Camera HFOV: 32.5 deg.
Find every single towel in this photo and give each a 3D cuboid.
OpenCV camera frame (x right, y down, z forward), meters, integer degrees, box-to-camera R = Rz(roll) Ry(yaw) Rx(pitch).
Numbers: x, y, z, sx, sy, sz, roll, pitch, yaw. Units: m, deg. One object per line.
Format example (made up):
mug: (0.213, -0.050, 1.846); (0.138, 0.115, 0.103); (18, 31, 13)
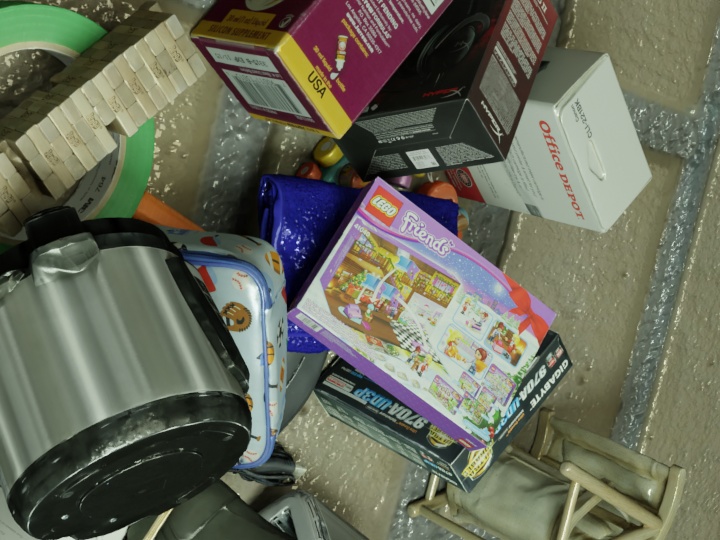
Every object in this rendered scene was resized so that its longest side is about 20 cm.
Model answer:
towel: (0.000, 0.000, 1.070); (0.198, 0.049, 0.150); (5, 89, -31)

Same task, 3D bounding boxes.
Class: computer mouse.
computer mouse: (-0.074, 0.100, 1.117); (0.138, 0.052, 0.203); (21, 88, -41)

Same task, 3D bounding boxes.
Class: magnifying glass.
magnifying glass: (-0.110, -0.003, 1.047); (0.199, 0.022, 0.080); (36, 73, -27)

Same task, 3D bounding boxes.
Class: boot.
boot: (-0.132, 0.264, 0.941); (0.202, 0.137, 0.077); (-63, 163, 2)

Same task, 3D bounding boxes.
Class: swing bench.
swing bench: (0.193, 0.229, 1.283); (0.198, 0.198, 0.132); (11, 96, -40)

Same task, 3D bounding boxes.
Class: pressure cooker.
pressure cooker: (-0.182, 0.059, 0.840); (0.176, 0.202, 0.178); (-40, 154, 26)

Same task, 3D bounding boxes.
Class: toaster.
toaster: (-0.043, 0.296, 1.112); (0.113, 0.201, 0.129); (-35, 124, 10)

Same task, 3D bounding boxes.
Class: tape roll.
tape roll: (-0.250, -0.096, 0.915); (0.198, 0.048, 0.204); (-13, 110, -38)

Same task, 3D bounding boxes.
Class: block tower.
block tower: (-0.199, -0.113, 0.886); (0.200, 0.057, 0.054); (-46, 128, -22)

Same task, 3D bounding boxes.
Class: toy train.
toy train: (0.032, -0.064, 1.151); (0.198, 0.055, 0.153); (-15, 106, -36)

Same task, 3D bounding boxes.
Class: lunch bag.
lunch bag: (-0.139, 0.067, 0.986); (0.076, 0.158, 0.203); (-72, 165, -65)

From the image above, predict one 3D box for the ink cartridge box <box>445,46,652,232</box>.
ink cartridge box: (0.155, -0.130, 1.147); (0.084, 0.199, 0.145); (-44, 127, -21)

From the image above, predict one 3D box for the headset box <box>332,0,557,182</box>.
headset box: (0.075, -0.181, 1.069); (0.077, 0.147, 0.202); (51, 49, -37)

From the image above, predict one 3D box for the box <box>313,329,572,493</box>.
box: (0.072, 0.098, 1.141); (0.159, 0.199, 0.046); (-47, 130, -20)

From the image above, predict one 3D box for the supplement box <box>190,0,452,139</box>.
supplement box: (-0.021, -0.222, 1.018); (0.201, 0.130, 0.103); (-52, 129, -17)

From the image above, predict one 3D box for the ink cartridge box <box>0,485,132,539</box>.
ink cartridge box: (-0.250, 0.218, 0.907); (0.200, 0.084, 0.148); (-30, 143, -60)

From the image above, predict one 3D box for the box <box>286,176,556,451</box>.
box: (0.053, 0.037, 1.029); (0.199, 0.039, 0.138); (37, 67, -10)
